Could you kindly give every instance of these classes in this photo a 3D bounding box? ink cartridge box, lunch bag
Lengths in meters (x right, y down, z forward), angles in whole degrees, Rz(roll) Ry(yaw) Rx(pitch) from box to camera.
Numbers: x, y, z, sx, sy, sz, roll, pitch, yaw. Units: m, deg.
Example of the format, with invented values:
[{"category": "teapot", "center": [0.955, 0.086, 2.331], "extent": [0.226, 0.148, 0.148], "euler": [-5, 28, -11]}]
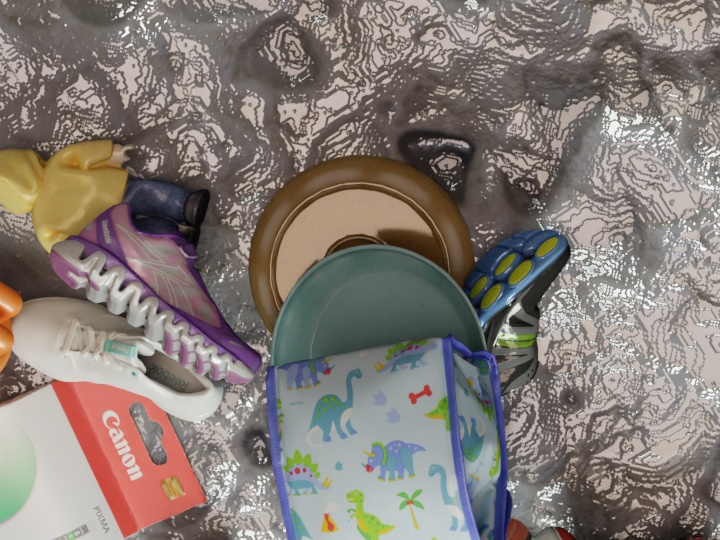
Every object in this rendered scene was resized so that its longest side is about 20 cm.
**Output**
[{"category": "ink cartridge box", "center": [-0.261, 0.180, 1.734], "extent": [0.200, 0.050, 0.161], "euler": [-23, 96, 10]}, {"category": "lunch bag", "center": [0.027, 0.166, 1.559], "extent": [0.170, 0.127, 0.200], "euler": [-12, 71, 24]}]

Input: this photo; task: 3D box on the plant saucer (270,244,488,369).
[{"category": "plant saucer", "center": [0.020, 0.077, 1.652], "extent": [0.200, 0.036, 0.200], "euler": [1, 93, 24]}]

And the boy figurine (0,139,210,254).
[{"category": "boy figurine", "center": [-0.237, -0.055, 1.689], "extent": [0.200, 0.064, 0.124], "euler": [13, 99, 3]}]

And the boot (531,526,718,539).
[{"category": "boot", "center": [0.232, 0.245, 1.647], "extent": [0.144, 0.200, 0.072], "euler": [-27, 55, 7]}]

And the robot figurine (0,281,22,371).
[{"category": "robot figurine", "center": [-0.381, 0.063, 1.673], "extent": [0.200, 0.117, 0.144], "euler": [-23, 83, 34]}]

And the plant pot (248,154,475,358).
[{"category": "plant pot", "center": [0.000, 0.000, 1.696], "extent": [0.200, 0.027, 0.200], "euler": [1, 98, 4]}]

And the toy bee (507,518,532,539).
[{"category": "toy bee", "center": [0.071, 0.257, 1.700], "extent": [0.131, 0.200, 0.109], "euler": [-45, 125, -24]}]

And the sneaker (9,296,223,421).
[{"category": "sneaker", "center": [-0.212, 0.069, 1.685], "extent": [0.200, 0.088, 0.075], "euler": [19, 79, -2]}]

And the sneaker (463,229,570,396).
[{"category": "sneaker", "center": [0.123, 0.052, 1.676], "extent": [0.083, 0.071, 0.200], "euler": [21, 105, -28]}]

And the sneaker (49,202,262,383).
[{"category": "sneaker", "center": [-0.157, 0.015, 1.628], "extent": [0.200, 0.080, 0.088], "euler": [37, 70, -1]}]
